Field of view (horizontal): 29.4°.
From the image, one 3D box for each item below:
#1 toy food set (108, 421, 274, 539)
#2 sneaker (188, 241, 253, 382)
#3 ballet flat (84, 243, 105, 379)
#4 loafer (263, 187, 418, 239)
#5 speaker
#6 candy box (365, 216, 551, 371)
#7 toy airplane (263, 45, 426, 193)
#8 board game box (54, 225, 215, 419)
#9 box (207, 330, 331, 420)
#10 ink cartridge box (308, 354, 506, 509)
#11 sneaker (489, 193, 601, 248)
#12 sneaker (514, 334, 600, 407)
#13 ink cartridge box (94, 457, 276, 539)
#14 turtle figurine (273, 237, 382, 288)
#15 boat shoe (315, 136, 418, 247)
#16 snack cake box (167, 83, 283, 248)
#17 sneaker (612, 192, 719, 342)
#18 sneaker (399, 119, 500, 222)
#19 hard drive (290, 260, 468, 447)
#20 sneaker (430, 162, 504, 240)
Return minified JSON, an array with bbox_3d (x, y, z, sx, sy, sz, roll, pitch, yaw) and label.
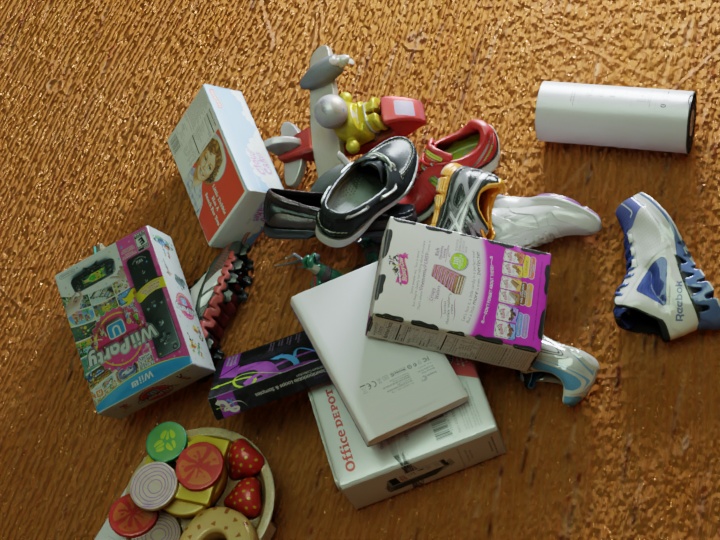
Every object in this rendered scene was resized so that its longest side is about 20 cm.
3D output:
[{"bbox_3d":[-0.199,0.278,1.635,0.197,0.049,0.201,8,64,19],"label":"toy food set"},{"bbox_3d":[-0.209,0.045,1.798,0.097,0.071,0.201,13,68,20],"label":"sneaker"},{"bbox_3d":[-0.326,0.061,1.837,0.075,0.068,0.201,2,67,-7],"label":"ballet flat"},{"bbox_3d":[-0.026,-0.077,1.743,0.199,0.063,0.072,-3,18,3],"label":"loafer"},{"bbox_3d":[0.328,-0.199,1.771,0.199,0.081,0.082,7,64,19],"label":"speaker"},{"bbox_3d":[0.115,0.028,1.602,0.199,0.061,0.137,14,59,-3],"label":"candy box"},{"bbox_3d":[-0.039,-0.190,1.835,0.200,0.141,0.199,35,82,24],"label":"toy airplane"},{"bbox_3d":[-0.287,0.066,1.741,0.147,0.064,0.201,-28,69,13],"label":"board game box"},{"bbox_3d":[-0.086,0.114,1.697,0.199,0.036,0.143,-19,14,4],"label":"box"},{"bbox_3d":[0.055,0.178,1.643,0.199,0.083,0.147,-21,58,4],"label":"ink cartridge box"},{"bbox_3d":[0.207,-0.048,1.740,0.199,0.075,0.100,4,77,23],"label":"sneaker"},{"bbox_3d":[0.193,0.095,1.658,0.200,0.072,0.073,31,82,31],"label":"sneaker"},{"bbox_3d":[-0.232,0.354,1.655,0.197,0.047,0.201,22,72,24],"label":"ink cartridge box"},{"bbox_3d":[0.000,0.000,1.751,0.199,0.101,0.150,-2,20,27],"label":"turtle figurine"},{"bbox_3d":[0.015,-0.110,1.705,0.075,0.060,0.200,25,53,13],"label":"boat shoe"},{"bbox_3d":[-0.184,-0.140,1.862,0.115,0.067,0.201,-49,51,34],"label":"snack cake box"},{"bbox_3d":[0.343,0.007,1.655,0.115,0.081,0.200,-26,60,-1],"label":"sneaker"},{"bbox_3d":[0.091,-0.134,1.801,0.200,0.085,0.077,-36,57,-6],"label":"sneaker"},{"bbox_3d":[0.021,0.093,1.601,0.131,0.025,0.200,-22,65,-17],"label":"hard drive"},{"bbox_3d":[0.126,-0.035,1.690,0.077,0.078,0.201,6,82,26],"label":"sneaker"}]
